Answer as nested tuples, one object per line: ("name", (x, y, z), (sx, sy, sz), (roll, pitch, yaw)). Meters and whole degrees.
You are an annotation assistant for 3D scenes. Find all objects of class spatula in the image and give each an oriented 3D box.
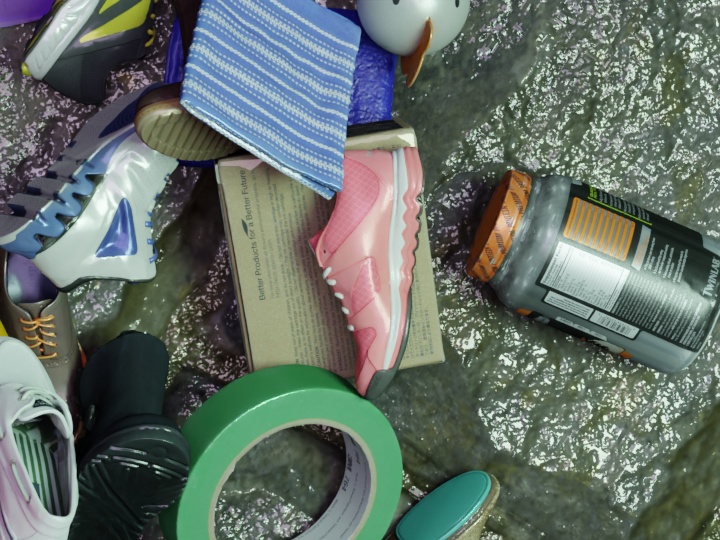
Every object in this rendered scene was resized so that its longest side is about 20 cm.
("spatula", (-0.222, -0.253, 1.252), (0.199, 0.021, 0.057), (-12, 104, -9))

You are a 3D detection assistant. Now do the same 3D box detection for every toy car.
("toy car", (0.047, -0.253, 1.191), (0.183, 0.177, 0.201), (-2, 79, -16))

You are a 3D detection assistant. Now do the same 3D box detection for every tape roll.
("tape roll", (-0.063, 0.176, 1.179), (0.200, 0.048, 0.201), (-12, 117, -25))

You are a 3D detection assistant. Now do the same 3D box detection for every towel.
("towel", (-0.064, -0.159, 1.125), (0.144, 0.024, 0.201), (31, 41, -24))
("towel", (-0.067, -0.157, 1.248), (0.199, 0.050, 0.148), (4, 87, -5))

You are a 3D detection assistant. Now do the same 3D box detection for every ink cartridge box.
("ink cartridge box", (-0.026, -0.012, 1.207), (0.164, 0.075, 0.201), (-9, 105, -5))

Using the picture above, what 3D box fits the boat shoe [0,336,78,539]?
("boat shoe", (-0.235, 0.118, 1.062), (0.073, 0.067, 0.201), (11, 43, -38))

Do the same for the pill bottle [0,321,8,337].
("pill bottle", (-0.327, 0.084, 1.162), (0.111, 0.111, 0.201), (-28, 79, -6))

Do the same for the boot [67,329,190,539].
("boot", (-0.180, 0.113, 1.127), (0.076, 0.200, 0.169), (12, 51, -17))

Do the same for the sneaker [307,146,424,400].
("sneaker", (0.000, 0.000, 1.149), (0.086, 0.074, 0.201), (6, 95, 1))

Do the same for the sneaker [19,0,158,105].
("sneaker", (-0.198, -0.225, 1.223), (0.085, 0.075, 0.200), (37, 103, -25))

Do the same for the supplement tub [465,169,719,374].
("supplement tub", (0.197, -0.003, 1.228), (0.199, 0.123, 0.123), (23, 85, -3))

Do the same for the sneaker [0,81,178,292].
("sneaker", (-0.194, -0.055, 1.188), (0.199, 0.080, 0.115), (-45, 123, -18))

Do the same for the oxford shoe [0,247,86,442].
("oxford shoe", (-0.268, 0.052, 1.205), (0.071, 0.073, 0.201), (-10, 88, -6))

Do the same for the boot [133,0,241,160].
("boot", (-0.126, -0.175, 1.155), (0.200, 0.072, 0.167), (-12, 66, -47))

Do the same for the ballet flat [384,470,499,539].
("ballet flat", (0.045, 0.250, 1.237), (0.200, 0.071, 0.065), (-37, 118, -4))
